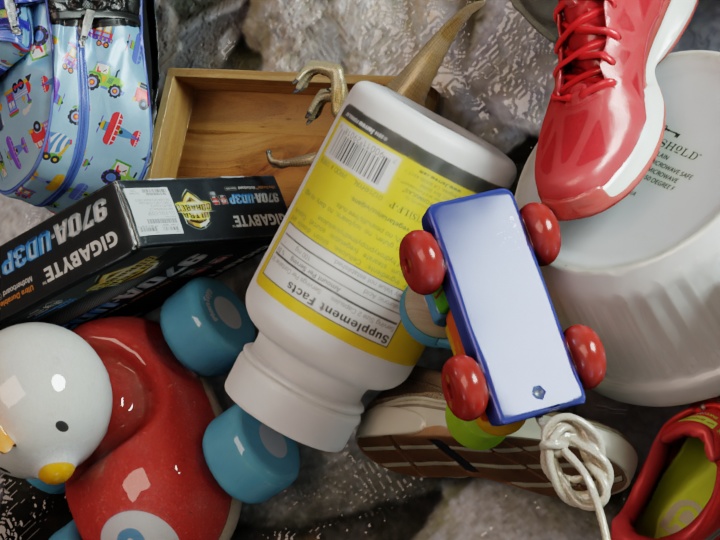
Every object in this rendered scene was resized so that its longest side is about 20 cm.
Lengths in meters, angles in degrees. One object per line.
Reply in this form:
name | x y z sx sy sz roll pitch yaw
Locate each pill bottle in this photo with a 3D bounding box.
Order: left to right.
pill bottle | 0.000 0.000 1.228 0.111 0.111 0.201 35 100 34

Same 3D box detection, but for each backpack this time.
backpack | -0.216 -0.133 1.418 0.182 0.134 0.201 -24 69 55

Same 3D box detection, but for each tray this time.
tray | -0.049 -0.079 1.380 0.199 0.037 0.099 5 78 33

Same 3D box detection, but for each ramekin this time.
ramekin | 0.174 -0.032 1.155 0.201 0.094 0.203 -24 40 22

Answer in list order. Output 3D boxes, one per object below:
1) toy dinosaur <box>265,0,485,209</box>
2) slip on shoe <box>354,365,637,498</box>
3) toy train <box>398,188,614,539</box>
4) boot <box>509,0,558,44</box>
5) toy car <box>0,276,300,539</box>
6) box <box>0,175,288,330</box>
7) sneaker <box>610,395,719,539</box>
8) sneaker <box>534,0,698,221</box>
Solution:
toy dinosaur | 0.007 -0.090 1.307 0.101 0.058 0.201 28 97 18
slip on shoe | 0.082 0.088 1.220 0.199 0.076 0.061 -3 52 49
toy train | 0.076 0.070 1.105 0.084 0.116 0.201 -13 73 -17
boot | 0.200 -0.186 1.232 0.200 0.182 0.073 -44 12 31
toy car | -0.178 0.101 1.288 0.184 0.199 0.178 -36 60 26
box | -0.165 -0.002 1.329 0.199 0.159 0.046 -26 78 33
sneaker | 0.208 0.088 1.145 0.077 0.085 0.201 34 94 32
sneaker | 0.116 -0.131 1.130 0.078 0.116 0.201 -12 43 34
